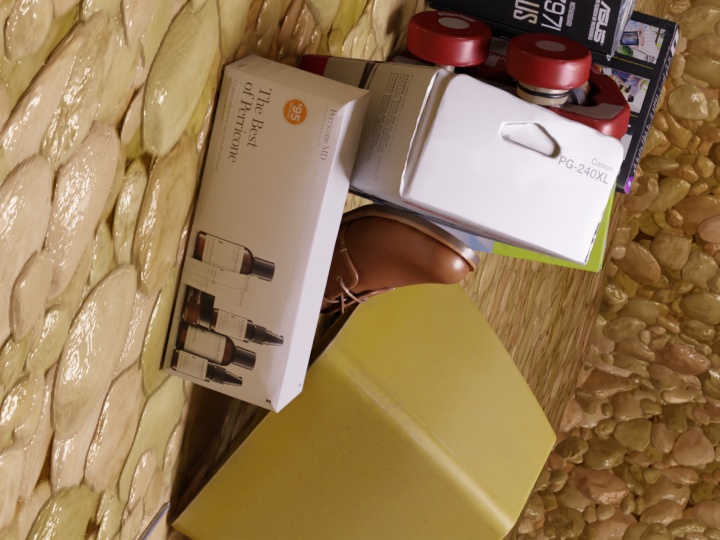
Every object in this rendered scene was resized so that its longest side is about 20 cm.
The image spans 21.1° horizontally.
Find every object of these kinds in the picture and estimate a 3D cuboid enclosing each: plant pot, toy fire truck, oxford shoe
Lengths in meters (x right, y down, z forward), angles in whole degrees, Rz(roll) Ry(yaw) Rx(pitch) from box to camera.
[{"bbox_3d":[0.020,0.130,1.362,0.200,0.176,0.200,-49,-178,31],"label":"plant pot"},{"bbox_3d":[0.123,-0.149,1.554,0.168,0.199,0.113,-43,145,-58],"label":"toy fire truck"},{"bbox_3d":[0.000,0.000,1.267,0.071,0.199,0.072,40,67,-32],"label":"oxford shoe"}]

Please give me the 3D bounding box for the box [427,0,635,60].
[{"bbox_3d":[0.152,-0.292,1.552,0.086,0.163,0.201,-59,163,-47],"label":"box"}]

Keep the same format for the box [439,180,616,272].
[{"bbox_3d":[0.113,-0.065,1.633,0.122,0.198,0.048,90,12,-54],"label":"box"}]

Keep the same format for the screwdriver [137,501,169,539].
[{"bbox_3d":[-0.163,0.205,1.171,0.029,0.028,0.200,-43,-172,35],"label":"screwdriver"}]

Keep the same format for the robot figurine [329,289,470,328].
[{"bbox_3d":[0.025,0.093,1.616,0.124,0.150,0.201,23,84,-42],"label":"robot figurine"}]

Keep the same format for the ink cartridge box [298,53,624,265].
[{"bbox_3d":[0.052,-0.074,1.237,0.200,0.144,0.084,20,-89,63],"label":"ink cartridge box"}]

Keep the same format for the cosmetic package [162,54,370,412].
[{"bbox_3d":[-0.059,-0.022,1.181,0.051,0.082,0.201,-42,147,-68],"label":"cosmetic package"}]

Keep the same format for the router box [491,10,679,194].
[{"bbox_3d":[0.157,-0.167,1.666,0.051,0.199,0.150,22,87,-79],"label":"router box"}]
